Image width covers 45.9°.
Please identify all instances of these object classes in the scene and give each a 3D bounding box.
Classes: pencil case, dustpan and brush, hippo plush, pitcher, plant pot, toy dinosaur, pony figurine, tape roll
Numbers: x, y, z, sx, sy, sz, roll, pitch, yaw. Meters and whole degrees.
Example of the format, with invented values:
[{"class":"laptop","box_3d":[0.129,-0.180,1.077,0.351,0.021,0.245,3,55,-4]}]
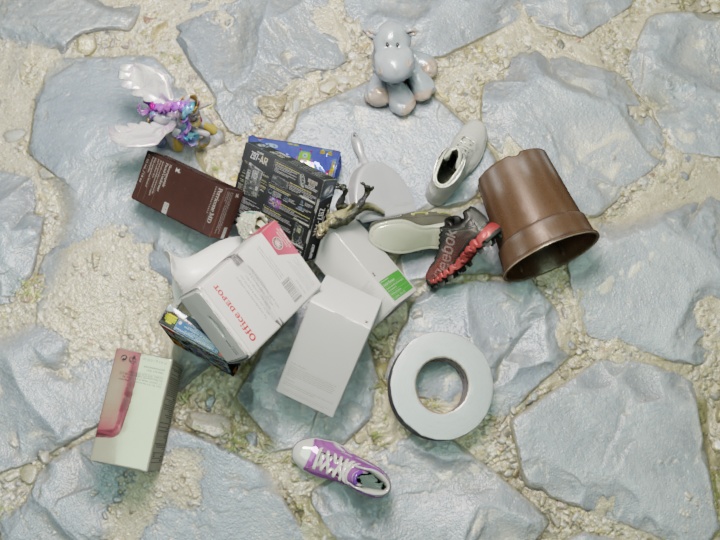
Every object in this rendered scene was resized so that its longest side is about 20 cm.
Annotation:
[{"class":"pencil case","box_3d":[-0.136,-0.211,1.684,0.196,0.078,0.089,9,70,-1]},{"class":"dustpan and brush","box_3d":[0.020,-0.193,1.703,0.137,0.057,0.204,-11,80,-26]},{"class":"hippo plush","box_3d":[0.085,-0.428,1.699,0.156,0.161,0.204,0,78,-3]},{"class":"pitcher","box_3d":[-0.266,0.022,1.614,0.196,0.174,0.122,-10,45,-22]},{"class":"plant pot","box_3d":[0.330,-0.112,1.642,0.197,0.201,0.201,-18,72,-7]},{"class":"toy dinosaur","box_3d":[-0.018,-0.119,1.568,0.047,0.089,0.198,35,39,30]},{"class":"pony figurine","box_3d":[-0.370,-0.294,1.626,0.189,0.200,0.170,4,78,-2]},{"class":"tape roll","box_3d":[0.151,0.220,1.618,0.196,0.066,0.205,1,78,-4]}]

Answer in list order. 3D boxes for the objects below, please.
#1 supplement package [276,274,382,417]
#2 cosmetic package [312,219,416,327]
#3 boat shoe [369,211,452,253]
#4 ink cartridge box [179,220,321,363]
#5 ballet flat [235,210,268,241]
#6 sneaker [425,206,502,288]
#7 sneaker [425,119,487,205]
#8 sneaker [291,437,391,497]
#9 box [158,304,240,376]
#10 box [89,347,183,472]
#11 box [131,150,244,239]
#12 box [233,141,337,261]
[{"class":"supplement package","box_3d":[-0.056,0.136,1.549,0.120,0.120,0.203,24,116,2]},{"class":"cosmetic package","box_3d":[0.000,0.000,1.623,0.201,0.107,0.085,50,121,5]},{"class":"boat shoe","box_3d":[0.105,-0.079,1.662,0.198,0.073,0.061,-2,34,-18]},{"class":"ink cartridge box","box_3d":[-0.184,0.037,1.441,0.147,0.084,0.200,54,53,-11]},{"class":"ballet flat","box_3d":[-0.157,-0.020,1.551,0.071,0.072,0.202,-34,105,-10]},{"class":"sneaker","box_3d":[0.180,-0.047,1.627,0.098,0.201,0.070,51,40,9]},{"class":"sneaker","box_3d":[0.201,-0.230,1.689,0.073,0.116,0.202,30,77,5]},{"class":"sneaker","box_3d":[-0.034,0.358,1.555,0.197,0.114,0.074,19,79,2]},{"class":"box","box_3d":[-0.286,0.131,1.542,0.135,0.200,0.040,29,75,4]},{"class":"box","box_3d":[-0.404,0.255,1.548,0.107,0.128,0.204,11,77,0]},{"class":"box","box_3d":[-0.331,-0.144,1.623,0.197,0.075,0.102,24,98,19]},{"class":"box","box_3d":[-0.151,-0.132,1.598,0.198,0.043,0.163,27,111,28]}]
